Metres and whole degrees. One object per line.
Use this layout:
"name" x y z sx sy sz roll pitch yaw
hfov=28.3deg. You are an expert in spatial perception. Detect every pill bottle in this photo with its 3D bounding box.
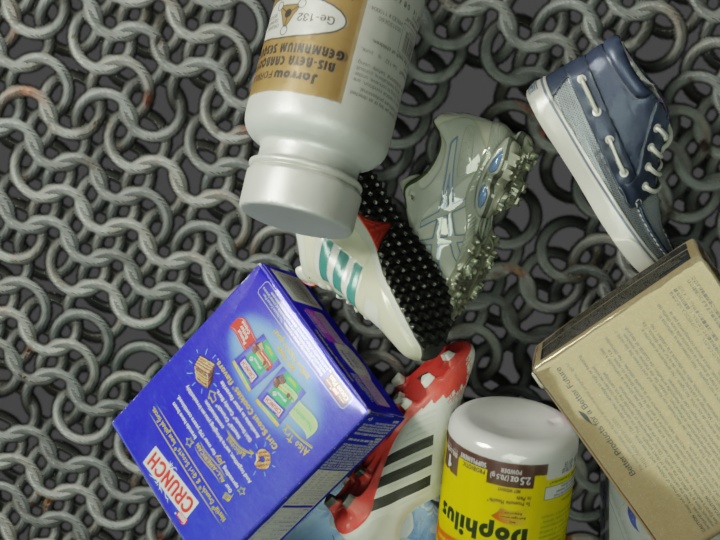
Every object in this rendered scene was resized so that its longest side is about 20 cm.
"pill bottle" -0.026 -0.134 1.100 0.113 0.114 0.202 14 80 -1
"pill bottle" 0.117 0.215 1.190 0.108 0.109 0.202 5 108 1

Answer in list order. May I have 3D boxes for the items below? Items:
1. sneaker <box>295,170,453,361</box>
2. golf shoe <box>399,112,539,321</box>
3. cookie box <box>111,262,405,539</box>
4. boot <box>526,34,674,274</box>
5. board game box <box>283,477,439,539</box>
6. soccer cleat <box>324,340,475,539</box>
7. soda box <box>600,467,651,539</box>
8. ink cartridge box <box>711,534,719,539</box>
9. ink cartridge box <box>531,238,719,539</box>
"sneaker" 0.000 0.000 1.180 0.093 0.070 0.201 -44 68 37
"golf shoe" 0.071 -0.037 1.204 0.097 0.078 0.202 27 105 18
"cookie box" -0.090 0.126 1.204 0.200 0.075 0.172 -45 63 14
"boot" 0.224 -0.088 1.165 0.090 0.073 0.201 -31 102 20
"board game box" -0.014 0.253 1.287 0.200 0.043 0.199 -40 97 12
"soccer cleat" 0.049 0.152 1.223 0.085 0.068 0.201 41 69 -20
"soda box" 0.244 0.195 1.253 0.063 0.068 0.202 -2 106 3
"ink cartridge box" 0.365 0.234 1.222 0.199 0.068 0.117 -32 104 -12
"ink cartridge box" 0.259 0.104 1.149 0.164 0.075 0.201 -34 97 15
